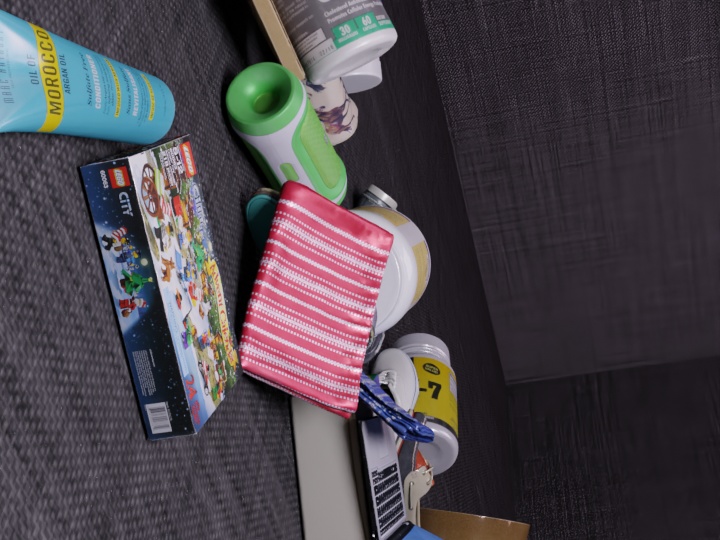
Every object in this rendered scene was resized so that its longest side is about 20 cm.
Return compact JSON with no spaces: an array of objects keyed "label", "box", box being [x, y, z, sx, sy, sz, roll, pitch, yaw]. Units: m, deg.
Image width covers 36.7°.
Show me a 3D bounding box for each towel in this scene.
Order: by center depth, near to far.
[{"label":"towel","box":[-0.040,0.026,1.049,0.144,0.022,0.200,28,62,-31]},{"label":"towel","box":[-0.004,0.109,1.146,0.200,0.024,0.145,42,0,17]}]

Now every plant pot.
[{"label":"plant pot","box":[0.147,0.462,1.601,0.186,0.186,0.200,51,46,-69]}]

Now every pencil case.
[{"label":"pencil case","box":[-0.061,-0.251,1.324,0.200,0.078,0.090,70,6,-46]}]

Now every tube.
[{"label":"tube","box":[-0.185,-0.115,0.690,0.200,0.050,0.078,-3,77,-74]}]

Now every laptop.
[{"label":"laptop","box":[0.080,0.248,1.158,0.187,0.116,0.200,28,53,-78]}]

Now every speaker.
[{"label":"speaker","box":[-0.074,-0.132,1.146,0.200,0.088,0.089,60,24,-61]}]

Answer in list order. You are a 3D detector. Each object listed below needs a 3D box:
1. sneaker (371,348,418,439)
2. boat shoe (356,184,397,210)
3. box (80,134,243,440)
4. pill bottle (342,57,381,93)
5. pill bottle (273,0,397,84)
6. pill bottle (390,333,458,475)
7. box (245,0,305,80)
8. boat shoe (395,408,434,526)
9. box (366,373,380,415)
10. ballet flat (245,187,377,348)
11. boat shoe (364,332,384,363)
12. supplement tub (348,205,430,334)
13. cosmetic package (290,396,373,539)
[{"label":"sneaker","box":[0.041,0.174,1.506,0.200,0.073,0.071,-86,166,-48]},{"label":"boat shoe","box":[0.024,-0.081,1.719,0.062,0.073,0.200,-54,169,-5]},{"label":"box","box":[-0.142,0.007,0.807,0.137,0.038,0.200,-58,137,-73]},{"label":"pill bottle","box":[-0.029,-0.346,1.455,0.120,0.119,0.200,19,63,-77]},{"label":"pill bottle","box":[-0.051,-0.316,1.185,0.200,0.113,0.113,63,12,-1]},{"label":"pill bottle","box":[0.087,0.196,1.612,0.200,0.114,0.114,-87,164,-49]},{"label":"box","box":[-0.119,-0.307,1.093,0.164,0.021,0.200,63,0,37]},{"label":"boat shoe","box":[0.063,0.268,1.384,0.071,0.062,0.200,-54,157,-66]},{"label":"box","box":[-0.004,0.206,1.323,0.200,0.048,0.118,-40,121,-75]},{"label":"ballet flat","box":[-0.047,-0.006,1.116,0.200,0.072,0.072,56,17,-13]},{"label":"boat shoe","box":[0.007,0.052,1.437,0.200,0.072,0.068,-88,174,-61]},{"label":"supplement tub","box":[0.000,0.000,1.251,0.200,0.145,0.146,-27,107,-78]},{"label":"cosmetic package","box":[-0.020,0.231,1.154,0.104,0.073,0.200,38,43,-74]}]
